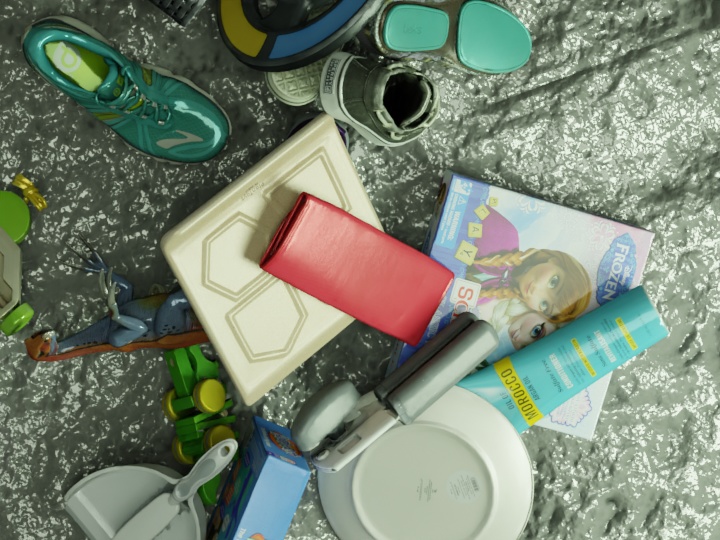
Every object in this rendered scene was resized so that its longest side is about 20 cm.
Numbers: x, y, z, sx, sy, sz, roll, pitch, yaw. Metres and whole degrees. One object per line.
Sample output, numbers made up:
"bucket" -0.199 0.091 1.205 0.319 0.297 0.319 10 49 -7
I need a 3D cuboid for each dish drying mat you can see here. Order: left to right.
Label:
"dish drying mat" 0.000 0.000 1.622 0.199 0.018 0.077 28 92 -44

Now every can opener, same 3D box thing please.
"can opener" 0.028 0.098 1.653 0.200 0.053 0.067 -40 117 -11

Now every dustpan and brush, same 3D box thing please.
"dustpan and brush" -0.167 0.203 1.655 0.200 0.057 0.140 -43 85 20

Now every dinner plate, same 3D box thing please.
"dinner plate" 0.057 0.196 1.718 0.198 0.024 0.202 2 109 6

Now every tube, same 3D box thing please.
"tube" 0.178 0.085 1.698 0.199 0.050 0.078 -32 96 6

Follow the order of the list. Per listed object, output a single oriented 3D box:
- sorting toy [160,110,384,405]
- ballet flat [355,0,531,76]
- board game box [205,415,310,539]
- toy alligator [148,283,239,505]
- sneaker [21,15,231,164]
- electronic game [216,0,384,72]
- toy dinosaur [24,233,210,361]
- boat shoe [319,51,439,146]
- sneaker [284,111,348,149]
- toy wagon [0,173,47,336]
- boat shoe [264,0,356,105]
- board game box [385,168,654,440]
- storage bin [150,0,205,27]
"sorting toy" -0.066 -0.011 1.600 0.185 0.036 0.201 -39 130 -19
"ballet flat" 0.066 -0.212 1.656 0.199 0.072 0.073 2 100 -46
"board game box" -0.107 0.242 1.668 0.045 0.152 0.202 22 96 -11
"toy alligator" -0.142 0.106 1.697 0.054 0.059 0.202 -10 86 -44
"sneaker" -0.204 -0.150 1.634 0.199 0.080 0.078 28 94 -11
"electronic game" -0.040 -0.255 1.593 0.200 0.200 0.042 -51 133 2
"toy dinosaur" -0.188 0.049 1.627 0.181 0.105 0.201 -38 93 6
"boat shoe" 0.032 -0.140 1.609 0.063 0.200 0.072 11 93 22
"sneaker" -0.067 -0.043 1.664 0.074 0.088 0.202 20 95 -10
"toy wagon" -0.351 -0.001 1.640 0.200 0.040 0.155 -43 87 -10
"boat shoe" -0.025 -0.230 1.657 0.074 0.062 0.201 31 78 -9
"board game box" 0.144 0.032 1.726 0.197 0.041 0.202 15 97 -10
"storage bin" -0.143 -0.284 1.560 0.093 0.200 0.136 36 93 -12
